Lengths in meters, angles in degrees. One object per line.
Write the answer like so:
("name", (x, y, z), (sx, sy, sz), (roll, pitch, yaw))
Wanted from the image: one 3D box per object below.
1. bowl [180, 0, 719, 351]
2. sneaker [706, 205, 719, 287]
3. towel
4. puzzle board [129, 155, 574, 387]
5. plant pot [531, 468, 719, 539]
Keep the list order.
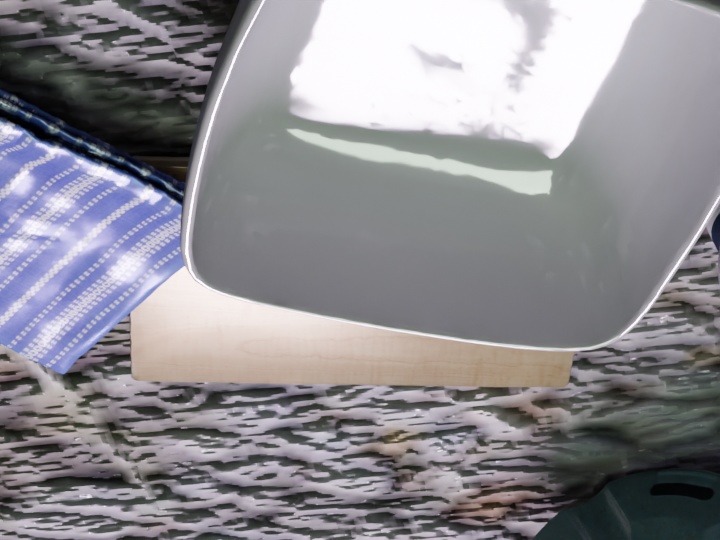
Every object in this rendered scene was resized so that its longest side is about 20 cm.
("bowl", (0.038, -0.065, 1.001), (0.199, 0.075, 0.200), (9, 139, -13))
("sneaker", (0.218, -0.033, 1.054), (0.076, 0.081, 0.200), (20, 137, -24))
("towel", (-0.171, -0.026, 1.082), (0.200, 0.024, 0.145), (26, 138, -26))
("puzzle board", (0.000, 0.000, 1.143), (0.199, 0.017, 0.151), (1, 142, -4))
("plant pot", (0.170, 0.213, 1.300), (0.200, 0.201, 0.196), (-15, 134, 17))
